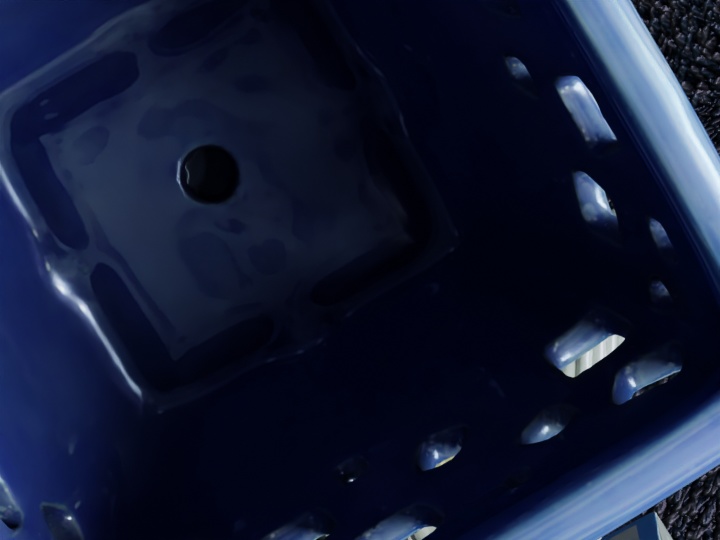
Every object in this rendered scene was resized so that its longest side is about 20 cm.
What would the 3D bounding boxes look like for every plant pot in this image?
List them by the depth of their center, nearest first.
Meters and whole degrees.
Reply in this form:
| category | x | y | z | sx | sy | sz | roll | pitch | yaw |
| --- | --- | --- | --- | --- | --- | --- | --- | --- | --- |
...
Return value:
| category | x | y | z | sx | sy | sz | roll | pitch | yaw |
| --- | --- | --- | --- | --- | --- | --- | --- | --- | --- |
| plant pot | -0.032 | -0.019 | 0.521 | 0.200 | 0.200 | 0.180 | 60 | 0 | -9 |

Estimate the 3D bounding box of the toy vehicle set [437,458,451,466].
| category | x | y | z | sx | sy | sz | roll | pitch | yaw |
| --- | --- | --- | --- | --- | --- | --- | --- | --- | --- |
| toy vehicle set | 0.024 | -0.021 | 0.776 | 0.124 | 0.026 | 0.201 | 2 | 82 | -73 |

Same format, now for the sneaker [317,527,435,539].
| category | x | y | z | sx | sy | sz | roll | pitch | yaw |
| --- | --- | --- | --- | --- | --- | --- | --- | --- | --- |
| sneaker | -0.031 | 0.072 | 0.691 | 0.075 | 0.081 | 0.200 | -9 | 67 | -52 |

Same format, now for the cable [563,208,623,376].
| category | x | y | z | sx | sy | sz | roll | pitch | yaw |
| --- | --- | --- | --- | --- | --- | --- | --- | --- | --- |
| cable | 0.076 | 0.089 | 0.965 | 0.200 | 0.069 | 0.200 | -81 | -176 | -46 |

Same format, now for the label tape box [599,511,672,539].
| category | x | y | z | sx | sy | sz | roll | pitch | yaw |
| --- | --- | --- | --- | --- | --- | --- | --- | --- | --- |
| label tape box | 0.077 | 0.197 | 0.630 | 0.200 | 0.143 | 0.066 | 60 | 8 | -11 |
